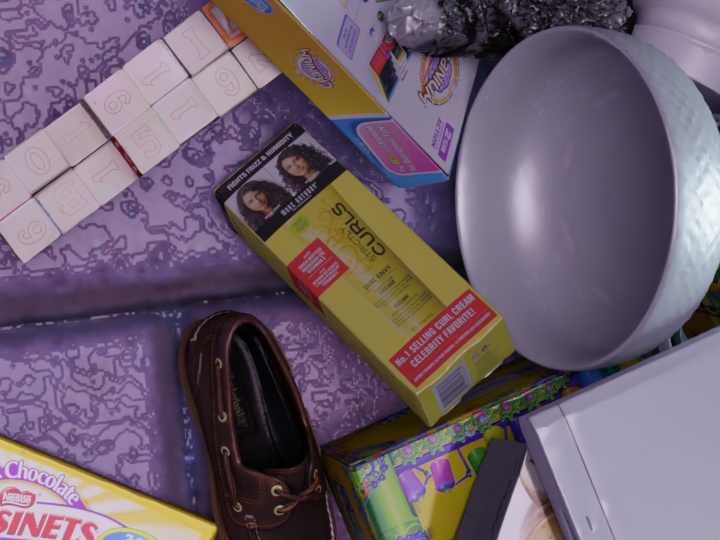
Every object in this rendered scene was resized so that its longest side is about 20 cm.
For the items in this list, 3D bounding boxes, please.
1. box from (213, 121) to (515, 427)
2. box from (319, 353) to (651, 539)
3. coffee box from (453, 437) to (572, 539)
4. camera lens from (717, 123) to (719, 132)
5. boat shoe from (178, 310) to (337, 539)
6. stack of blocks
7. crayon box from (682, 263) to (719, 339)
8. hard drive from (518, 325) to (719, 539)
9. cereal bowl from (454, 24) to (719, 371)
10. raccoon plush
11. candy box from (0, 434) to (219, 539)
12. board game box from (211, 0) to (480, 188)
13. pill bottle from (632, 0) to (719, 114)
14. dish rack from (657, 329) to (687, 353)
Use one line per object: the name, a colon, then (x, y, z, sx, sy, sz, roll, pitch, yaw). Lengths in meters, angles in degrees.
box: (0.000, 0.000, 1.142, 0.075, 0.050, 0.200, -40, 61, -8)
box: (0.105, 0.165, 1.180, 0.199, 0.122, 0.193, -22, 94, -11)
coffee box: (0.156, 0.185, 1.088, 0.199, 0.080, 0.114, 22, 84, -11)
camera lens: (0.327, -0.097, 1.161, 0.160, 0.160, 0.200, 42, 80, -8)
boat shoe: (-0.058, 0.122, 1.169, 0.070, 0.070, 0.201, -25, 97, -31)
stack of blocks: (-0.141, -0.086, 1.135, 0.200, 0.115, 0.059, -37, 97, -8)
crayon box: (0.245, 0.028, 1.147, 0.051, 0.127, 0.201, -32, 104, -15)
hard drive: (0.202, 0.104, 1.049, 0.199, 0.027, 0.132, -23, 91, -15)
cereal bowl: (0.146, -0.042, 1.112, 0.083, 0.200, 0.201, -1, 90, -36)
raccoon plush: (0.095, -0.200, 1.149, 0.200, 0.096, 0.135, 5, 71, -52)
candy box: (-0.198, 0.168, 1.170, 0.199, 0.026, 0.103, 23, 82, -10)
board game box: (0.001, -0.167, 1.122, 0.200, 0.040, 0.154, 43, 52, -40)
pill bottle: (0.238, -0.209, 1.209, 0.113, 0.113, 0.201, 24, 86, -10)
dish rack: (0.304, 0.035, 1.258, 0.200, 0.044, 0.172, -43, 98, -8)
